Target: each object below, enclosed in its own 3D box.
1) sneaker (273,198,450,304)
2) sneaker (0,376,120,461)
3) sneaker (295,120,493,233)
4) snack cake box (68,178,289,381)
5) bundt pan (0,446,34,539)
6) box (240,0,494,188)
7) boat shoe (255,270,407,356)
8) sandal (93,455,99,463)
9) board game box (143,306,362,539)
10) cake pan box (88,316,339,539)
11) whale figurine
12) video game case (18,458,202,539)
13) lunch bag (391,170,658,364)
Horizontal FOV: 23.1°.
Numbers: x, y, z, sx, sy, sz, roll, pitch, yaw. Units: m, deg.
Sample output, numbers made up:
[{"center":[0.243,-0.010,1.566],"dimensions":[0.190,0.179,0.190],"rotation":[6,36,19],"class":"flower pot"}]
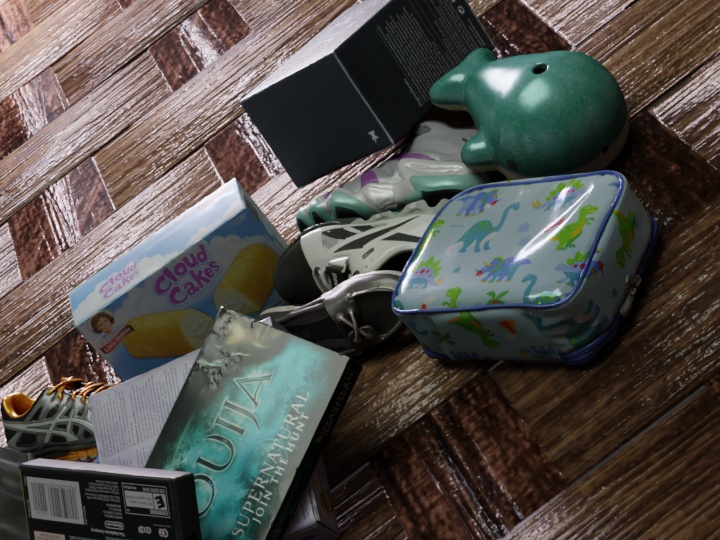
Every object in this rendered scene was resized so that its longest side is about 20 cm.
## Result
[{"center":[0.000,0.000,1.575],"dimensions":[0.199,0.074,0.089],"rotation":[-20,35,28],"class":"sneaker"},{"center":[-0.262,0.135,1.647],"dimensions":[0.199,0.078,0.078],"rotation":[-19,6,27],"class":"sneaker"},{"center":[0.042,-0.087,1.651],"dimensions":[0.199,0.078,0.140],"rotation":[-8,40,26],"class":"sneaker"},{"center":[-0.163,0.019,1.676],"dimensions":[0.200,0.115,0.067],"rotation":[-35,32,7],"class":"snack cake box"},{"center":[-0.378,0.242,1.604],"dimensions":[0.201,0.076,0.203],"rotation":[-25,48,32],"class":"bundt pan"},{"center":[0.008,-0.191,1.711],"dimensions":[0.148,0.107,0.200],"rotation":[-21,19,46],"class":"box"},{"center":[-0.029,0.054,1.540],"dimensions":[0.199,0.067,0.057],"rotation":[-18,24,41],"class":"boat shoe"},{"center":[-0.171,0.151,1.560],"dimensions":[0.200,0.080,0.087],"rotation":[-41,28,-6],"class":"sandal"},{"center":[-0.098,0.141,1.394],"dimensions":[0.135,0.028,0.201],"rotation":[20,79,31],"class":"board game box"},{"center":[-0.125,0.156,1.447],"dimensions":[0.183,0.052,0.201],"rotation":[-24,60,13],"class":"cake pan box"},{"center":[0.144,-0.155,1.563],"dimensions":[0.159,0.104,0.200],"rotation":[-40,47,-16],"class":"whale figurine"},{"center":[-0.192,0.244,1.387],"dimensions":[0.199,0.182,0.025],"rotation":[-2,7,44],"class":"video game case"},{"center":[0.136,-0.004,1.435],"dimensions":[0.199,0.083,0.161],"rotation":[-5,46,42],"class":"lunch bag"}]
